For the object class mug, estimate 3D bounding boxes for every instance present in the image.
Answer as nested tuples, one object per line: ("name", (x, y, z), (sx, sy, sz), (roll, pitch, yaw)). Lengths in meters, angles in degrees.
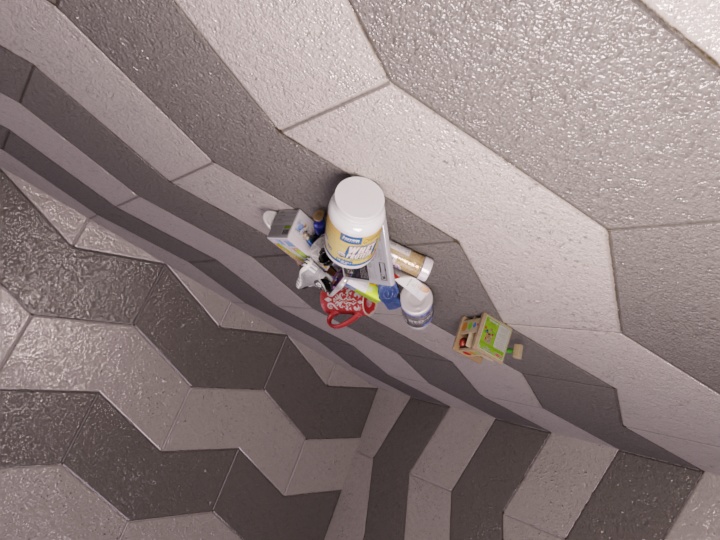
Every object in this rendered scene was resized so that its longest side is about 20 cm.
("mug", (-0.040, 0.130, 2.029), (0.195, 0.184, 0.132), (4, -176, 35))

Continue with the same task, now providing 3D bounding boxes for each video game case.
("video game case", (0.009, -0.064, 1.465), (0.178, 0.023, 0.206), (8, 116, 40))

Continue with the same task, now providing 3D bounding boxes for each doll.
("doll", (-0.111, -0.092, 1.587), (0.132, 0.049, 0.203), (14, 140, 8))

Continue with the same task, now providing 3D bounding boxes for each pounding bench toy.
("pounding bench toy", (0.439, 0.251, 1.819), (0.196, 0.127, 0.155), (28, 161, -15))

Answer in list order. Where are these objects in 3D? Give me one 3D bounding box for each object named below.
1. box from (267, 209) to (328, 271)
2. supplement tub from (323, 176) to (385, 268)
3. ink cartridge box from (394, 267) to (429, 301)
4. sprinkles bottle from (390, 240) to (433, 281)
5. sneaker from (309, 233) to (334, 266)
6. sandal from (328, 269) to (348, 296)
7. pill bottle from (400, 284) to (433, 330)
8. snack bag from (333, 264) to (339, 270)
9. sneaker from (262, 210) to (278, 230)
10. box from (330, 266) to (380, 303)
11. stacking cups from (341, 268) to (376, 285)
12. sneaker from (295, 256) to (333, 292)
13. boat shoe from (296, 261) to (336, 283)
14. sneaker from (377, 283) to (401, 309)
("box", (-0.180, -0.094, 1.680), (0.110, 0.104, 0.199), (5, 154, 44))
("supplement tub", (-0.015, -0.116, 1.309), (0.141, 0.147, 0.202), (21, 147, 5))
("ink cartridge box", (0.099, -0.005, 1.583), (0.199, 0.050, 0.162), (41, -179, -33))
("sprinkles bottle", (0.110, -0.040, 1.523), (0.195, 0.070, 0.068), (25, 162, -1))
("sneaker", (-0.099, -0.057, 1.469), (0.197, 0.114, 0.078), (-14, 102, 45))
("sandal", (-0.072, 0.028, 1.696), (0.050, 0.083, 0.202), (40, 159, -5))
("pill bottle", (0.193, 0.127, 1.802), (0.111, 0.116, 0.201), (18, 161, 16))
("snack bag", (-0.028, -0.011, 1.850), (0.185, 0.022, 0.200), (11, 157, 36))
("sneaker", (-0.265, -0.127, 1.743), (0.097, 0.073, 0.199), (-2, 153, 43))
("box", (-0.016, 0.047, 1.841), (0.196, 0.049, 0.122), (29, 173, -1))
("stacking cups", (0.000, 0.000, 1.691), (0.060, 0.062, 0.199), (32, 175, -27))
("sneaker", (-0.141, 0.040, 1.684), (0.114, 0.076, 0.201), (34, 161, 4))
("boat shoe", (-0.148, -0.016, 1.925), (0.070, 0.071, 0.199), (-41, 118, 20))
("sneaker", (0.085, 0.054, 1.650), (0.068, 0.080, 0.201), (-15, 154, 3))
